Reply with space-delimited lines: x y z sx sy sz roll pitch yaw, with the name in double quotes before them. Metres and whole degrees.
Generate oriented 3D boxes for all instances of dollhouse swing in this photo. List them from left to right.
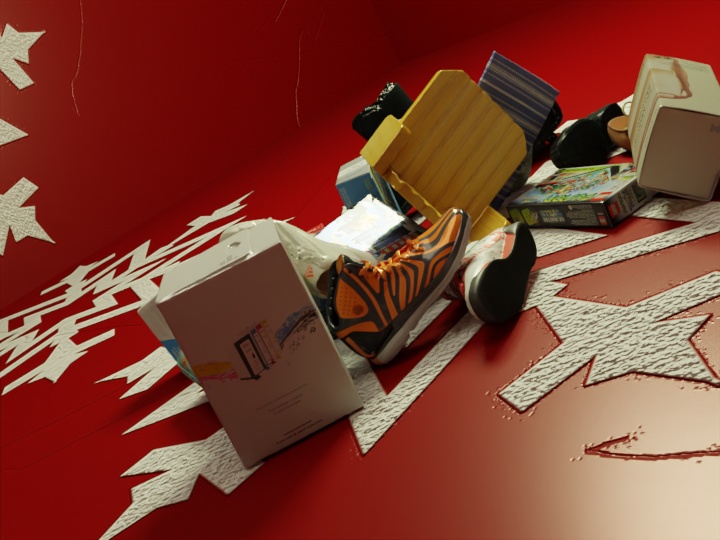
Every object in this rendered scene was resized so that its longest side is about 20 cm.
"dollhouse swing" 0.133 -0.144 1.284 0.176 0.200 0.182 -47 15 6

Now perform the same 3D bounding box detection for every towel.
"towel" 0.189 -0.191 1.415 0.024 0.144 0.202 39 106 50

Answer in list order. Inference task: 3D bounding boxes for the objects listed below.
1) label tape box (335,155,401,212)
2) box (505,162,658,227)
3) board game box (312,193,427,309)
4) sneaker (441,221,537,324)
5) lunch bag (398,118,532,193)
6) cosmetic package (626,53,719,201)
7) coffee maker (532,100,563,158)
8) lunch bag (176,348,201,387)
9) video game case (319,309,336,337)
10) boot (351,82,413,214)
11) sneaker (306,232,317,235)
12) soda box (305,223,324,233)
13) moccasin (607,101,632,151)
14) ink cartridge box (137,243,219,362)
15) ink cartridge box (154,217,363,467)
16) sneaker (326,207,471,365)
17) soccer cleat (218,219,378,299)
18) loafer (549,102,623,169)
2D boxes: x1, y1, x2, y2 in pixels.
"label tape box" 0.020 -0.085 1.488 0.063 0.146 0.200 -24 15 9
"box" 0.288 -0.096 1.281 0.110 0.035 0.199 -34 16 -23
"board game box" 0.000 0.000 1.284 0.199 0.062 0.199 -28 43 -28
"sneaker" 0.128 0.017 1.122 0.107 0.068 0.202 -24 15 31
"lunch bag" 0.138 -0.187 1.511 0.198 0.141 0.168 -27 44 -19
"cosmetic package" 0.372 -0.174 1.176 0.086 0.105 0.201 11 28 4
"coffee maker" 0.231 -0.248 1.699 0.190 0.136 0.200 -27 14 5
"lunch bag" -0.159 0.071 1.255 0.200 0.076 0.162 16 84 65
"video game case" -0.063 0.049 1.392 0.180 0.036 0.200 -19 17 31
"boot" 0.045 -0.190 1.659 0.201 0.168 0.076 -50 10 4
"sneaker" -0.094 -0.031 1.397 0.074 0.079 0.200 -62 -10 6
"soda box" -0.133 0.000 1.625 0.198 0.064 0.070 -26 15 0
"moccasin" 0.404 -0.205 1.364 0.073 0.078 0.201 -29 15 -9
"ink cartridge box" -0.207 0.037 1.442 0.199 0.116 0.068 -38 7 3
"ink cartridge box" -0.110 0.072 1.074 0.143 0.202 0.147 -27 14 -3
"sneaker" 0.035 -0.003 1.107 0.201 0.111 0.078 -56 13 -2
"soccer cleat" -0.070 -0.010 1.168 0.197 0.070 0.078 13 28 -5
"loafer" 0.326 -0.186 1.469 0.072 0.073 0.199 -24 3 44
